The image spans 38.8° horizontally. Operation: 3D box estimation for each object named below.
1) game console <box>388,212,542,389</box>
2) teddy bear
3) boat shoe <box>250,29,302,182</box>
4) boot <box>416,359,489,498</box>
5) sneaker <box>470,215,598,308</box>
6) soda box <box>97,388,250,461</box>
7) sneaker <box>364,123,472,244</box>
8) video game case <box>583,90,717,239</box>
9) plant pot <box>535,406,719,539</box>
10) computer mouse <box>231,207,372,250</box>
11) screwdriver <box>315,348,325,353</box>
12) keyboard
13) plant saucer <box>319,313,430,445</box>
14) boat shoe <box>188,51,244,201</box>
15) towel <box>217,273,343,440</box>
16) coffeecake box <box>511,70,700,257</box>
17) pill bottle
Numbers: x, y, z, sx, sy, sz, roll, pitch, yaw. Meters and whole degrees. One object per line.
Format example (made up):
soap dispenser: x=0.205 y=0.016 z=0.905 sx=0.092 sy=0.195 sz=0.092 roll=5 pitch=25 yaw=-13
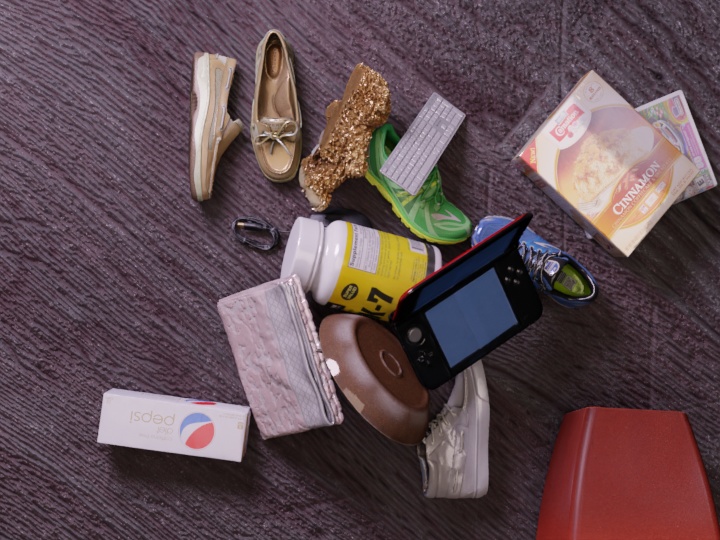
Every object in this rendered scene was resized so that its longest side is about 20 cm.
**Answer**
game console: x=0.145 y=0.043 z=1.278 sx=0.198 sy=0.118 sz=0.174 roll=-31 pitch=108 yaw=-12
teddy bear: x=-0.019 y=-0.172 z=1.365 sx=0.066 sy=0.145 sz=0.203 roll=25 pitch=92 yaw=-23
boat shoe: x=-0.118 y=-0.223 z=1.393 sx=0.072 sy=0.063 sz=0.204 roll=-5 pitch=90 yaw=-3
boot: x=0.122 y=0.213 z=1.394 sx=0.094 sy=0.074 sz=0.204 roll=-2 pitch=91 yaw=-9
sneaker: x=0.242 y=-0.015 z=1.389 sx=0.197 sy=0.089 sz=0.080 roll=27 pitch=87 yaw=-5
soda box: x=-0.250 y=0.209 z=1.386 sx=0.196 sy=0.064 sz=0.070 roll=8 pitch=90 yaw=-3
sneaker: x=0.077 y=-0.115 z=1.383 sx=0.200 sy=0.084 sz=0.074 roll=44 pitch=45 yaw=-2
video game case: x=0.385 y=-0.149 z=1.434 sx=0.197 sy=0.018 sz=0.146 roll=-22 pitch=91 yaw=-2
plant pot: x=0.349 y=0.277 z=1.353 sx=0.196 sy=0.200 sz=0.180 roll=4 pitch=78 yaw=-2
computer mouse: x=-0.081 y=-0.057 z=1.409 sx=0.196 sy=0.034 sz=0.060 roll=-2 pitch=91 yaw=-2
screwdriver: x=-0.013 y=0.110 z=1.340 sx=0.029 sy=0.199 sz=0.028 roll=20 pitch=91 yaw=32
keyboard: x=0.086 y=-0.171 z=1.364 sx=0.056 sy=0.011 sz=0.201 roll=31 pitch=47 yaw=2
plant saucer: x=0.029 y=0.129 z=1.309 sx=0.037 sy=0.200 sz=0.201 roll=-40 pitch=92 yaw=22
boat shoe: x=-0.195 y=-0.195 z=1.391 sx=0.075 sy=0.072 sz=0.204 roll=3 pitch=89 yaw=-14
towel: x=-0.110 y=0.118 z=1.342 sx=0.032 sy=0.190 sz=0.204 roll=-18 pitch=89 yaw=-37
coffeecake box: x=0.330 y=-0.142 z=1.387 sx=0.199 sy=0.073 sz=0.154 roll=42 pitch=90 yaw=-1
pill bottle: x=0.000 y=0.000 z=1.355 sx=0.196 sy=0.114 sz=0.117 roll=14 pitch=89 yaw=-13
